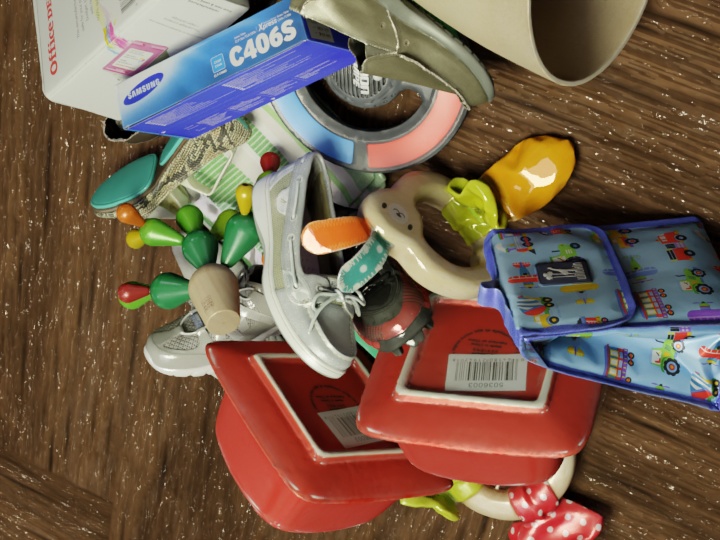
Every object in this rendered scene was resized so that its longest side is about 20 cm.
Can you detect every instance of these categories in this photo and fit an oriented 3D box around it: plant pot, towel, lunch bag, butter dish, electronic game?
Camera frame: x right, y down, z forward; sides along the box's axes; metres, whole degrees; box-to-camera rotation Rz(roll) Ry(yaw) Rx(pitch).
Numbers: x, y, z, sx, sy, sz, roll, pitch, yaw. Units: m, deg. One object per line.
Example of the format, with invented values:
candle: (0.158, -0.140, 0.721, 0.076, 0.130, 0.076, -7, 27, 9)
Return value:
plant pot: (0.099, -0.258, 1.161, 0.200, 0.187, 0.187, 24, 128, 33)
towel: (-0.080, -0.084, 1.447, 0.153, 0.023, 0.200, 46, 129, -2)
lunch bag: (0.190, 0.027, 1.230, 0.200, 0.151, 0.094, 4, 125, -10)
butter dish: (0.117, 0.120, 1.352, 0.200, 0.200, 0.148, 5, 132, 17)
butter dish: (-0.053, 0.172, 1.407, 0.199, 0.200, 0.148, 53, 123, 34)
electronic game: (0.004, -0.179, 1.321, 0.200, 0.042, 0.200, 9, 117, 19)

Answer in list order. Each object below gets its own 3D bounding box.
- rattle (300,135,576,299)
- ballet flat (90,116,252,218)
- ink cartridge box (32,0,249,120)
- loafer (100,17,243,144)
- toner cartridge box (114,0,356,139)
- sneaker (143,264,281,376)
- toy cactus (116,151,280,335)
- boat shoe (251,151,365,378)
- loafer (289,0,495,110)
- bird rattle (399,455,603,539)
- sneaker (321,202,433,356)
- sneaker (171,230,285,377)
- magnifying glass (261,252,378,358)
rattle: (0.070, -0.049, 1.271, 0.143, 0.200, 0.130, -22, 68, 45)
ballet flat: (-0.175, -0.091, 1.449, 0.075, 0.068, 0.200, 36, 130, -25)
ink cartridge box: (-0.197, -0.245, 1.333, 0.200, 0.085, 0.145, -32, 58, 38)
loafer: (-0.175, -0.176, 1.413, 0.073, 0.071, 0.200, 43, 129, 0)
toner cartridge box: (-0.102, -0.169, 1.292, 0.200, 0.095, 0.043, -21, 77, 29)
sneaker: (-0.115, 0.031, 1.442, 0.075, 0.200, 0.082, 50, 159, 45)
toy cactus: (-0.143, -0.014, 1.387, 0.200, 0.165, 0.102, -30, 134, 7)
boat shoe: (-0.039, -0.006, 1.287, 0.065, 0.202, 0.074, -33, 144, 30)
loafer: (0.023, -0.186, 1.222, 0.200, 0.075, 0.070, 35, 100, -23)
bird rattle: (0.140, 0.194, 1.448, 0.200, 0.113, 0.163, 21, 109, 14)
sneaker: (0.000, 0.000, 1.344, 0.071, 0.200, 0.098, -38, 123, 3)
sneaker: (-0.135, 0.053, 1.515, 0.070, 0.080, 0.200, -12, 111, 59)
magnifying glass: (-0.018, 0.038, 1.412, 0.022, 0.080, 0.200, -43, 128, 9)
